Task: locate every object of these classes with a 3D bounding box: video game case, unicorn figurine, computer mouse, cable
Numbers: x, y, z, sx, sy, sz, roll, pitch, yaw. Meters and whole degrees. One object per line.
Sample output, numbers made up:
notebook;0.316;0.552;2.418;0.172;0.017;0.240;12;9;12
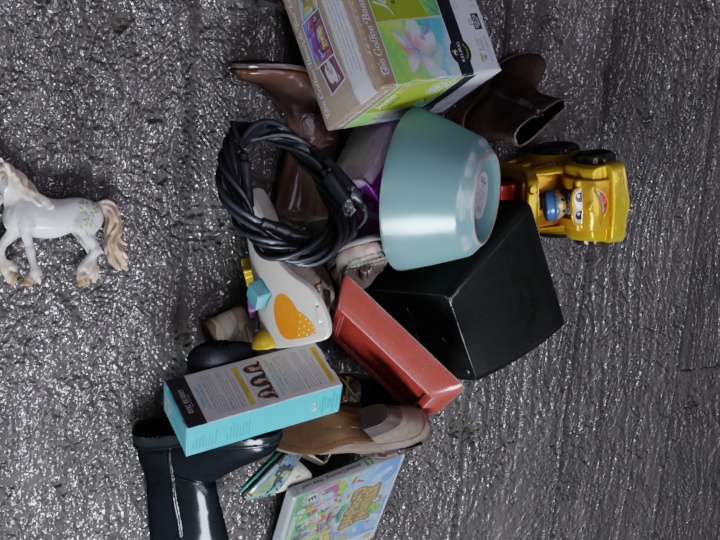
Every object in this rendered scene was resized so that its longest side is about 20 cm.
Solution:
video game case;-0.037;0.335;1.488;0.181;0.022;0.201;-16;140;-32
unicorn figurine;-0.352;-0.052;1.204;0.199;0.073;0.139;0;92;-50
computer mouse;-0.120;0.115;1.349;0.198;0.034;0.059;1;90;-30
cable;-0.094;-0.093;1.268;0.200;0.051;0.163;48;56;3

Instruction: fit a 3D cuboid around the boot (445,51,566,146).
boot;0.229;-0.234;1.504;0.200;0.166;0.073;-39;121;-21

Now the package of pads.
package of pads;0.037;-0.145;1.411;0.121;0.075;0.201;48;50;-32

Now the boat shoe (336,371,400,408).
boat shoe;-0.017;0.165;1.444;0.200;0.072;0.060;15;136;-42

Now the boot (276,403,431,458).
boot;-0.009;0.211;1.390;0.146;0.198;0.071;42;43;-60

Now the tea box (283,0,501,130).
tea box;0.034;-0.297;1.321;0.195;0.133;0.202;-16;83;-35

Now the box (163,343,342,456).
box;-0.127;0.150;1.293;0.198;0.082;0.050;-13;134;-25

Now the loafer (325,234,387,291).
loafer;0.000;0.000;1.381;0.071;0.200;0.064;-12;84;-11

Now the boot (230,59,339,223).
boot;-0.093;-0.156;1.363;0.185;0.064;0.202;4;102;-35

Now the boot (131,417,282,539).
boot;-0.180;0.266;1.347;0.198;0.077;0.170;-4;109;13

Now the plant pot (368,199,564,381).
plant pot;0.126;0.036;1.454;0.177;0.199;0.201;-43;123;-37

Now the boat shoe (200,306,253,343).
boat shoe;-0.142;0.143;1.396;0.065;0.072;0.202;-26;110;-23

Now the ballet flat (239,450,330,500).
ballet flat;-0.078;0.242;1.429;0.200;0.074;0.075;-49;126;-37

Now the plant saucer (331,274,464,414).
plant saucer;0.033;0.108;1.385;0.200;0.200;0.037;44;75;7

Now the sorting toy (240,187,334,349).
sorting toy;-0.105;-0.011;1.341;0.106;0.200;0.182;-16;100;2

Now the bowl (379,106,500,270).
bowl;0.107;-0.093;1.329;0.200;0.104;0.203;9;90;-69

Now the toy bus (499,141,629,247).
toy bus;0.255;-0.103;1.544;0.190;0.200;0.137;-9;106;-25
